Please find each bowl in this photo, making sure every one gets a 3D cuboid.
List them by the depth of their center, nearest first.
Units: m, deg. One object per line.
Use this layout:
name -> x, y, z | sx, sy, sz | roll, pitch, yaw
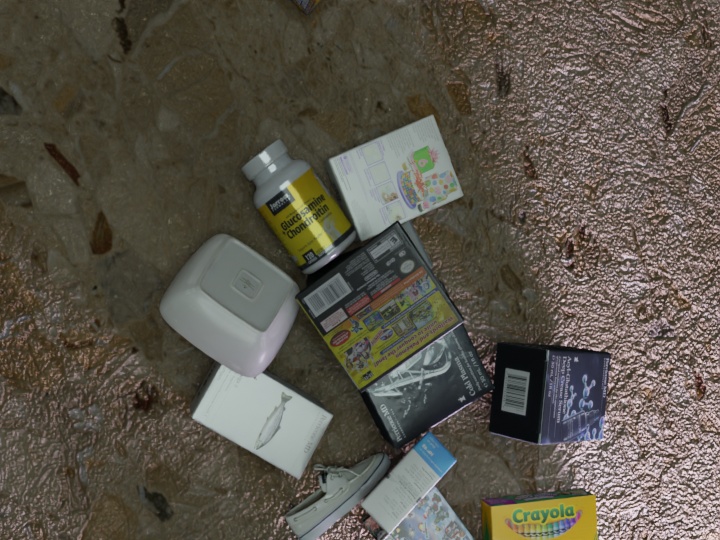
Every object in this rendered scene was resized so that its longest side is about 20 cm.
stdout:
bowl -> -0.188, 0.042, 1.347 | 0.198, 0.075, 0.201 | 36, 43, -8

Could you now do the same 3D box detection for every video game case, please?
video game case -> 0.028, 0.057, 1.325 | 0.198, 0.026, 0.182 | -35, 95, 11

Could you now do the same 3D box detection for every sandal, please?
sandal -> 0.000, -0.001, 1.401 | 0.048, 0.198, 0.076 | 51, 45, -27

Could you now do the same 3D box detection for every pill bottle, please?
pill bottle -> -0.103, -0.104, 1.401 | 0.111, 0.112, 0.202 | -37, 98, -9

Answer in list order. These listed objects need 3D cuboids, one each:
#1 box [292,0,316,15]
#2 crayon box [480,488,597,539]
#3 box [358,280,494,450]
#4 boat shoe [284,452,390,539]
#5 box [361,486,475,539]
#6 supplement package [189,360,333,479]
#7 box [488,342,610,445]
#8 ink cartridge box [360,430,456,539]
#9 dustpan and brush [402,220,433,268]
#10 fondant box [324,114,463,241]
box -> -0.081, -0.565, 1.395 | 0.192, 0.122, 0.201 | 43, 82, -9
crayon box -> 0.315, 0.483, 1.521 | 0.195, 0.058, 0.177 | -3, 92, -11
box -> 0.083, 0.150, 1.439 | 0.194, 0.124, 0.203 | -29, 96, -8
boat shoe -> -0.045, 0.356, 1.444 | 0.201, 0.075, 0.087 | -40, 94, 1
box -> 0.113, 0.460, 1.469 | 0.136, 0.040, 0.201 | -38, 85, -8
supplement package -> -0.160, 0.224, 1.389 | 0.198, 0.117, 0.119 | 31, 83, -11
box -> 0.318, 0.203, 1.451 | 0.197, 0.106, 0.152 | 7, 89, -45
ink cartridge box -> 0.062, 0.358, 1.404 | 0.067, 0.116, 0.200 | 44, 79, 11
dustpan and brush -> 0.026, 0.021, 1.441 | 0.197, 0.141, 0.058 | -30, 131, 6
fondant box -> 0.056, -0.154, 1.461 | 0.196, 0.058, 0.147 | -24, 95, -10
